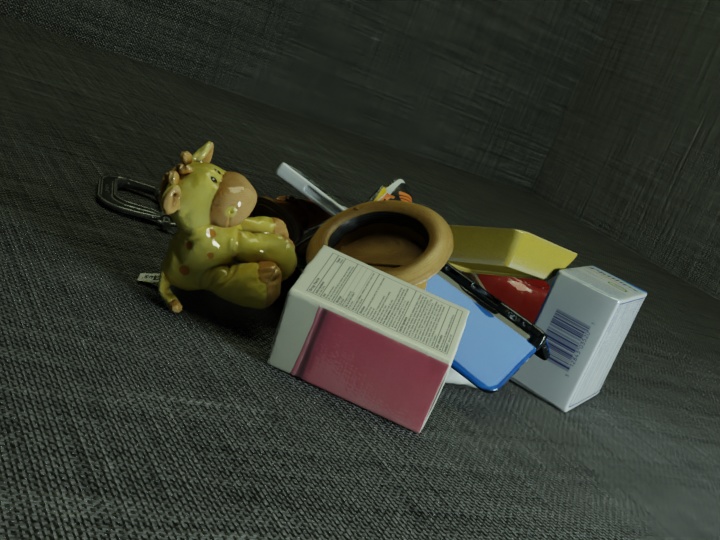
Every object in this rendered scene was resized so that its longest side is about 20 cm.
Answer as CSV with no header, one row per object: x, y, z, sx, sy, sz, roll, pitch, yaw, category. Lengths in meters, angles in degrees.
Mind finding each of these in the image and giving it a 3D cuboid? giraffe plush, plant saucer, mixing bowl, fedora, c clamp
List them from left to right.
-0.333,-0.105,1.487,0.169,0.027,0.200,11,19,-24,c clamp
-0.178,-0.062,1.140,0.197,0.164,0.173,-7,36,-12,giraffe plush
0.028,-0.012,1.241,0.198,0.082,0.202,-8,40,7,fedora
0.184,-0.024,1.365,0.198,0.049,0.199,6,-6,36,plant saucer
0.264,0.057,1.641,0.198,0.109,0.200,20,14,-5,mixing bowl

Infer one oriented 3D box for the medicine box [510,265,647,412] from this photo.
0.335,0.098,1.436,0.102,0.184,0.199,29,15,24,medicine box

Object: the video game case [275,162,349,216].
-0.037,-0.093,1.412,0.181,0.023,0.200,38,4,2,video game case

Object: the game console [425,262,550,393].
0.144,0.083,1.287,0.199,0.119,0.171,37,-5,22,game console

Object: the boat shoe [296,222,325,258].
-0.046,-0.046,1.605,0.199,0.072,0.069,-26,89,-49,boat shoe

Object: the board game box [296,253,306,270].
-0.145,-0.030,1.457,0.104,0.024,0.200,18,8,-28,board game box

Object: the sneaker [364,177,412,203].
0.058,-0.092,1.549,0.090,0.070,0.200,47,17,3,sneaker

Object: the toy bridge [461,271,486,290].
0.136,0.006,1.467,0.199,0.027,0.067,37,41,26,toy bridge

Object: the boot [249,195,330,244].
-0.105,-0.077,1.477,0.154,0.078,0.199,-3,7,-38,boot

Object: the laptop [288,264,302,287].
-0.030,0.021,1.307,0.198,0.104,0.177,6,20,-24,laptop

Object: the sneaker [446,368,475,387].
0.121,0.101,1.338,0.115,0.074,0.201,17,25,-29,sneaker

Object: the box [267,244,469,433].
0.011,0.078,1.101,0.198,0.110,0.128,24,30,6,box
